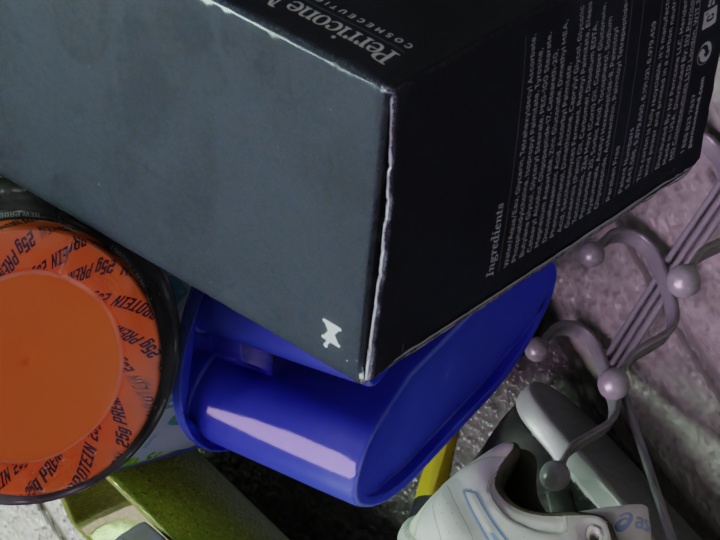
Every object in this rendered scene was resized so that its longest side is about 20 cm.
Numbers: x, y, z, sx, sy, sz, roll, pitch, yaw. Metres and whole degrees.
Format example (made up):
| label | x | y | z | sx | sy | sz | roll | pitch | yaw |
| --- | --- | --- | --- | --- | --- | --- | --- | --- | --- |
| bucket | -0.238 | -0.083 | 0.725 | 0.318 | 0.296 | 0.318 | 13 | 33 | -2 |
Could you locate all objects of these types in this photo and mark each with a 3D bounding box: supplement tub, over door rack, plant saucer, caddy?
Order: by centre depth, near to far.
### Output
| label | x | y | z | sx | sy | sz | roll | pitch | yaw |
| --- | --- | --- | --- | --- | --- | --- | --- | --- | --- |
| supplement tub | -0.136 | 0.020 | 1.042 | 0.200 | 0.122 | 0.123 | -150 | 36 | -77 |
| over door rack | 0.136 | 0.063 | 1.090 | 0.200 | 0.066 | 0.148 | 64 | 147 | 29 |
| caddy | 0.000 | 0.000 | 1.094 | 0.105 | 0.200 | 0.142 | 26 | 134 | 22 |
| plant saucer | -0.078 | 0.146 | 1.381 | 0.200 | 0.048 | 0.200 | 42 | 164 | 19 |

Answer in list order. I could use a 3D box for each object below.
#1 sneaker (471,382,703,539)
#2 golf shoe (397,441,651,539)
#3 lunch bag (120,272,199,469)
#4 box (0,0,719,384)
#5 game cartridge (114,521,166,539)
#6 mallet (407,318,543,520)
| label | x | y | z | sx | sy | sz | roll | pitch | yaw |
| --- | --- | --- | --- | --- | --- | --- | --- | --- | --- |
| sneaker | 0.108 | 0.154 | 1.189 | 0.099 | 0.071 | 0.200 | -46 | 70 | 18 |
| golf shoe | 0.093 | 0.137 | 1.062 | 0.200 | 0.097 | 0.078 | 35 | 176 | 35 |
| lunch bag | -0.072 | 0.018 | 1.242 | 0.083 | 0.161 | 0.200 | 63 | 145 | 15 |
| box | -0.006 | -0.086 | 0.965 | 0.200 | 0.196 | 0.124 | 29 | 132 | 30 |
| game cartridge | -0.058 | 0.220 | 1.316 | 0.130 | 0.038 | 0.200 | 30 | 149 | 36 |
| mallet | 0.027 | 0.097 | 1.189 | 0.041 | 0.200 | 0.066 | 28 | 157 | -21 |
